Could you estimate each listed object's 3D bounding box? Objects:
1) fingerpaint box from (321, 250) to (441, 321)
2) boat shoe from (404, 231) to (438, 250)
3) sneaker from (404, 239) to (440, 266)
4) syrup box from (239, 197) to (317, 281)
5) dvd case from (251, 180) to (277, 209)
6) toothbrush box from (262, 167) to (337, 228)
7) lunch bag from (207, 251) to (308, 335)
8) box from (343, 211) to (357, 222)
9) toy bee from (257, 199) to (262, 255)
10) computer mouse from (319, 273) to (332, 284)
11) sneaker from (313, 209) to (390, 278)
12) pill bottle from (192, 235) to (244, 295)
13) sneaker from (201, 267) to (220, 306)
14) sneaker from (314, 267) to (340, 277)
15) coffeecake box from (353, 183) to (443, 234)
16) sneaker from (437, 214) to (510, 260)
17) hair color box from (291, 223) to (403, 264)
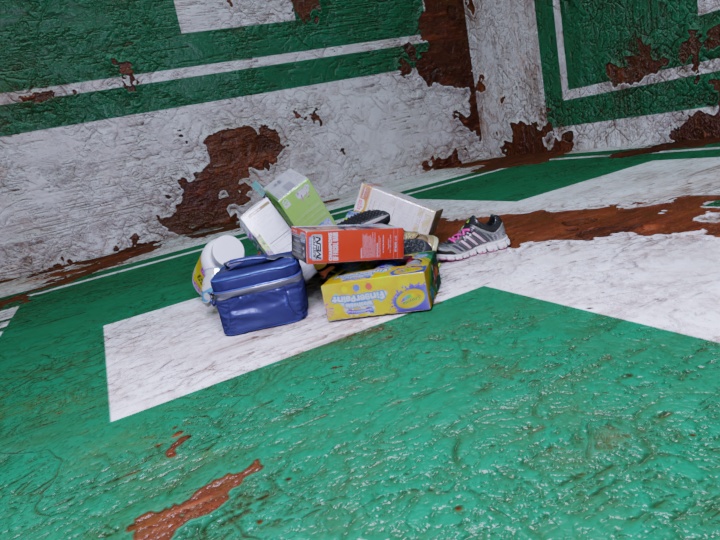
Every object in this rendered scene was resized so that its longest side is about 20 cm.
[{"bbox_3d":[0.044,0.025,1.098,0.195,0.075,0.167,-8,13,18],"label":"fingerpaint box"},{"bbox_3d":[0.120,-0.054,1.332,0.065,0.076,0.200,19,-4,-15],"label":"boat shoe"},{"bbox_3d":[0.079,-0.021,1.241,0.197,0.083,0.073,10,61,39],"label":"sneaker"},{"bbox_3d":[-0.182,-0.053,1.289,0.081,0.201,0.079,-38,1,-16],"label":"syrup box"},{"bbox_3d":[-0.175,-0.142,1.416,0.022,0.199,0.146,-51,28,2],"label":"dvd case"},{"bbox_3d":[-0.117,-0.113,1.283,0.086,0.202,0.145,-38,29,-7],"label":"toothbrush box"},{"bbox_3d":[-0.207,0.035,1.147,0.195,0.136,0.136,-12,13,-4],"label":"lunch bag"},{"bbox_3d":[0.016,-0.106,1.453,0.119,0.049,0.200,9,15,1],"label":"box"},{"bbox_3d":[-0.201,-0.086,1.427,0.108,0.204,0.130,29,-39,-32],"label":"toy bee"},{"bbox_3d":[0.000,0.000,1.317,0.108,0.045,0.199,3,22,40],"label":"computer mouse"},{"bbox_3d":[-0.017,-0.057,1.226,0.197,0.092,0.070,-28,26,-16],"label":"sneaker"},{"bbox_3d":[-0.332,-0.010,1.359,0.103,0.106,0.200,-19,-12,-30],"label":"pill bottle"},{"bbox_3d":[-0.247,0.051,1.256,0.195,0.083,0.077,8,-18,-5],"label":"sneaker"},{"bbox_3d":[-0.110,-0.005,1.404,0.198,0.073,0.082,-13,19,49],"label":"sneaker"},{"bbox_3d":[0.099,-0.155,1.459,0.196,0.075,0.153,23,14,12],"label":"coffeecake box"},{"bbox_3d":[0.247,-0.080,1.330,0.195,0.090,0.074,-13,13,-4],"label":"sneaker"},{"bbox_3d":[-0.026,-0.055,1.111,0.195,0.066,0.111,-5,11,-22],"label":"hair color box"}]
